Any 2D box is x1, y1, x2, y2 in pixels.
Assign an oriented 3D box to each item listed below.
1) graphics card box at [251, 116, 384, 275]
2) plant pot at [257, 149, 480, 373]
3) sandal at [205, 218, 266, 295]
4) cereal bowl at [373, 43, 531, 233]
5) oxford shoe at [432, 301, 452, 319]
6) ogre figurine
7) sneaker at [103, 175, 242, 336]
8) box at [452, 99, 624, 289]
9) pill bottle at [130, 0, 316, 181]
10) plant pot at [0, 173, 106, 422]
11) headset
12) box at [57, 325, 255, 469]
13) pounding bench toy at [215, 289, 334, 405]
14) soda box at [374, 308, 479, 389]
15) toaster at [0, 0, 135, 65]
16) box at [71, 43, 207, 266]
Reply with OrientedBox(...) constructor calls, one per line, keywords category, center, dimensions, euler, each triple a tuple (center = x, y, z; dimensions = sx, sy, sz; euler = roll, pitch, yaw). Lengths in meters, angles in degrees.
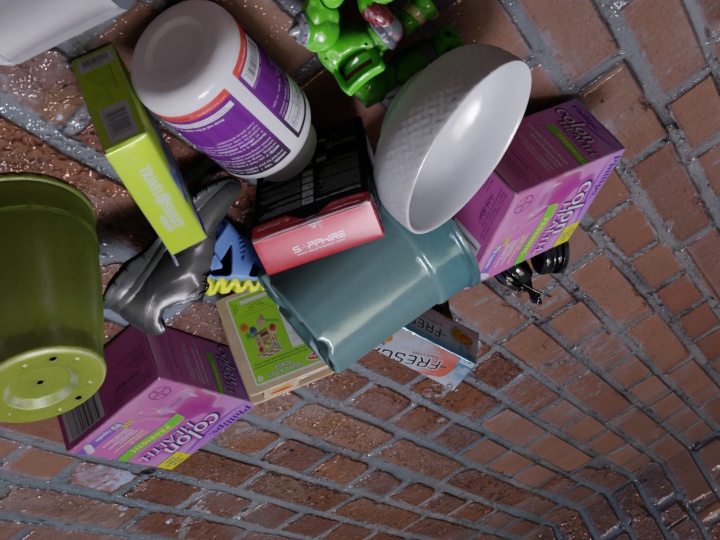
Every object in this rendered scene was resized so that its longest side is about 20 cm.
OrientedBox(category="graphics card box", center=(-0.045, -0.082, 1.080), dimensions=(0.125, 0.200, 0.051), euler=(-19, 122, 8))
OrientedBox(category="plant pot", center=(0.000, 0.000, 1.202), dimensions=(0.196, 0.200, 0.201), euler=(-39, 151, -11))
OrientedBox(category="sandal", center=(-0.159, -0.019, 1.229), dimensions=(0.199, 0.079, 0.088), euler=(-9, 109, -46))
OrientedBox(category="cereal bowl", center=(0.079, -0.140, 1.044), dimensions=(0.200, 0.083, 0.201), euler=(-45, 158, -23))
OrientedBox(category="oxford shoe", center=(0.105, 0.048, 1.516), dimensions=(0.072, 0.085, 0.200), euler=(-22, 148, -3))
OrientedBox(category="ogre figurine", center=(0.009, -0.234, 1.004), dimensions=(0.120, 0.098, 0.200), euler=(-44, 159, 9))
OrientedBox(category="sneaker", center=(-0.190, -0.016, 1.137), dimensions=(0.200, 0.091, 0.076), euler=(-49, -169, 4))
OrientedBox(category="box", center=(0.198, -0.095, 1.298), dimensions=(0.199, 0.097, 0.176), euler=(-24, 153, -34))
OrientedBox(category="pill bottle", center=(-0.121, -0.161, 1.000), dimensions=(0.112, 0.113, 0.200), euler=(-33, 149, 11))
OrientedBox(category="plant pot", center=(-0.344, 0.042, 1.061), dimensions=(0.199, 0.194, 0.201), euler=(-19, 149, -12))
OrientedBox(category="headset", center=(0.245, -0.023, 1.547), dimensions=(0.123, 0.094, 0.201), euler=(-21, 134, 0))
OrientedBox(category="box", center=(-0.275, 0.172, 1.405), dimensions=(0.176, 0.097, 0.200), euler=(-37, 148, 18))
OrientedBox(category="pounding bench toy", center=(-0.071, 0.076, 1.350), dimensions=(0.199, 0.125, 0.156), euler=(-21, 170, -8))
OrientedBox(category="soda box", center=(0.066, 0.086, 1.460), dimensions=(0.199, 0.069, 0.064), euler=(27, 129, -10))
OrientedBox(category="toaster", center=(-0.268, -0.242, 0.767), dimensions=(0.129, 0.114, 0.200), euler=(-29, 151, 10))
OrientedBox(category="box", center=(-0.207, -0.105, 1.010), dimensions=(0.047, 0.122, 0.200), euler=(-25, 149, -3))
